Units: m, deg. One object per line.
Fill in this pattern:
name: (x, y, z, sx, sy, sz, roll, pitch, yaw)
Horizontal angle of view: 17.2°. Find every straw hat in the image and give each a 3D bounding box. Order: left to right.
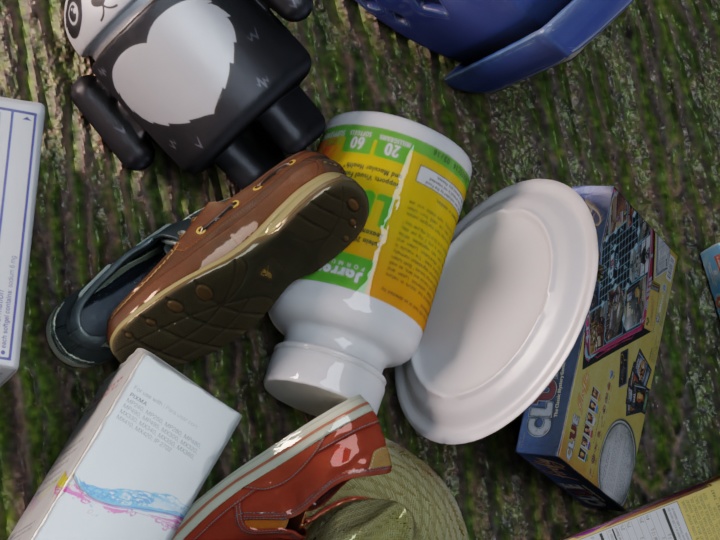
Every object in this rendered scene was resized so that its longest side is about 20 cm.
straw hat: (0.000, 0.202, 1.633, 0.200, 0.085, 0.202, 4, 77, -16)

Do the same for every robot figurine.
robot figurine: (-0.115, -0.149, 1.654, 0.150, 0.125, 0.200, -43, 92, -20)

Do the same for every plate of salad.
plate of salad: (0.099, 0.031, 1.652, 0.048, 0.200, 0.201, 30, 69, -32)

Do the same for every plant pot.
plant pot: (0.112, -0.247, 1.718, 0.200, 0.200, 0.180, -44, 100, -21)

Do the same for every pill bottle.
pill bottle: (0.000, 0.000, 1.665, 0.111, 0.111, 0.201, 21, 72, -12)

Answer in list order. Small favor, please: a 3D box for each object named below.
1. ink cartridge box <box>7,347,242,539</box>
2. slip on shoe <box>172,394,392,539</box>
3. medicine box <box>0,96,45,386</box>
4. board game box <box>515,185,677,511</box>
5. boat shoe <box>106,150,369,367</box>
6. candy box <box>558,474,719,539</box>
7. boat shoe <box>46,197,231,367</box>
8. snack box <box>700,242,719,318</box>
ink cartridge box: (-0.172, 0.166, 1.554, 0.083, 0.146, 0.200, 33, 71, -7)
slip on shoe: (-0.065, 0.161, 1.594, 0.200, 0.074, 0.061, -35, 83, 10)
medicine box: (-0.321, -0.027, 1.574, 0.199, 0.103, 0.183, 8, 75, -15)
board game box: (0.171, 0.056, 1.703, 0.034, 0.135, 0.201, 4, 70, 30)
boat shoe: (-0.089, -0.008, 1.606, 0.200, 0.072, 0.068, -37, 47, -3)
candy box: (0.218, 0.190, 1.689, 0.199, 0.117, 0.057, -18, 83, -20)
boat shoe: (-0.125, 0.003, 1.651, 0.200, 0.062, 0.073, -30, 87, -21)
snack box: (0.342, 0.065, 1.798, 0.116, 0.037, 0.201, -14, 82, -20)
